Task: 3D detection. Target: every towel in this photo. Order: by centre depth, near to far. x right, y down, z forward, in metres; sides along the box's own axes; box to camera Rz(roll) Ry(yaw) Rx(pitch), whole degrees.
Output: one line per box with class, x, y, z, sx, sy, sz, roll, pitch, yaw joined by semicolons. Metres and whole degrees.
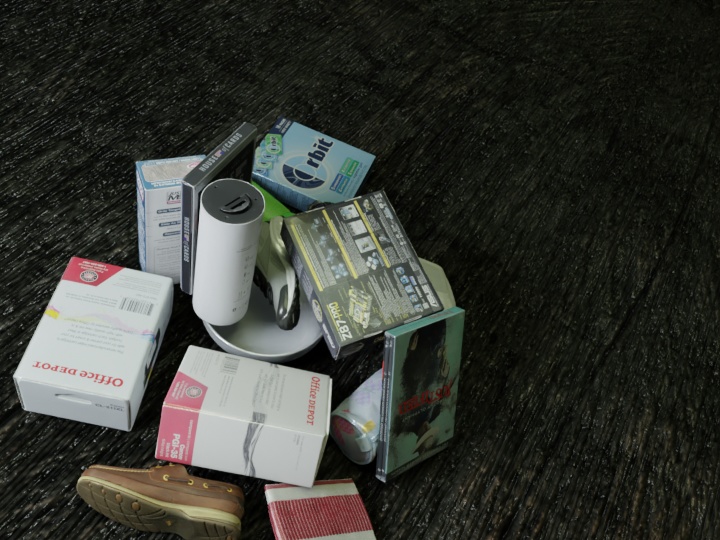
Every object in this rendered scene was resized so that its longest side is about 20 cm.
towel;-0.031;0.343;0.840;0.142;0.023;0.202;11;42;-40

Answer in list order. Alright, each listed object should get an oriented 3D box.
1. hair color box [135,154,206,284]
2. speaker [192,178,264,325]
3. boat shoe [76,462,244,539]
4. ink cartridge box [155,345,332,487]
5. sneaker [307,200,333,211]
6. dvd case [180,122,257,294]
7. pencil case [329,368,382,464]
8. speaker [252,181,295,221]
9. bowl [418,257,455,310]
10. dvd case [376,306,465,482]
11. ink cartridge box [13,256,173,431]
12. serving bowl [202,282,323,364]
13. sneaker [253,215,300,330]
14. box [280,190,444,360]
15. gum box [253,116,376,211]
hair color box;-0.267;-0.067;1.036;0.098;0.202;0.061;-11;53;-24
speaker;-0.174;-0.020;0.933;0.080;0.202;0.082;8;47;-9
boat shoe;-0.232;0.267;0.853;0.197;0.073;0.068;18;42;-9
ink cartridge box;-0.141;0.182;0.905;0.196;0.084;0.147;13;21;-5
sneaker;-0.047;-0.063;1.117;0.070;0.200;0.078;-37;105;-5
dvd case;-0.195;-0.083;0.982;0.024;0.202;0.151;26;47;9
pencil case;0.046;0.180;0.994;0.090;0.085;0.199;14;37;43
speaker;-0.180;-0.098;1.168;0.199;0.089;0.088;38;50;17
bowl;0.058;0.026;1.077;0.196;0.076;0.201;20;20;-4
dvd case;0.080;0.159;0.939;0.022;0.204;0.144;20;24;41
ink cartridge box;-0.346;0.095;0.953;0.143;0.084;0.202;13;48;-6
serving bowl;-0.140;0.059;1.057;0.196;0.066;0.203;8;49;-9
sneaker;-0.129;0.007;1.021;0.078;0.075;0.202;-9;47;-11
box;0.000;0.000;0.970;0.159;0.049;0.202;-17;66;-23
gum box;-0.091;-0.181;1.291;0.197;0.045;0.171;23;48;3
